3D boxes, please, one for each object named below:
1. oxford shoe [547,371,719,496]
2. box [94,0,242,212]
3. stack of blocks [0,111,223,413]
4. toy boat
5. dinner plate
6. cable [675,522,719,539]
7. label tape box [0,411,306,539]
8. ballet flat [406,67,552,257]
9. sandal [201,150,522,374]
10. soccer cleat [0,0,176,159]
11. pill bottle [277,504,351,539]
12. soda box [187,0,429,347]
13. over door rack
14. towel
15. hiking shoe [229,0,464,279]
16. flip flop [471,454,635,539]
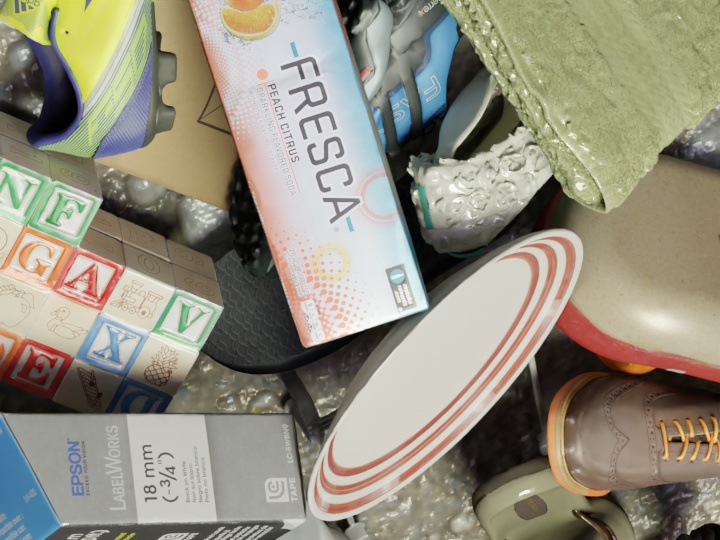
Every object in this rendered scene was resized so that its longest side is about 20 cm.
[{"bbox_3d":[0.176,0.093,1.402,0.200,0.073,0.072,-2,88,-55],"label":"oxford shoe"},{"bbox_3d":[-0.044,-0.123,1.250,0.163,0.021,0.200,20,112,-31],"label":"box"},{"bbox_3d":[-0.172,-0.008,1.224,0.199,0.059,0.115,24,111,-21],"label":"stack of blocks"},{"bbox_3d":[0.179,0.017,1.387,0.199,0.131,0.131,14,143,-29],"label":"toy boat"},{"bbox_3d":[0.040,0.050,1.252,0.200,0.024,0.200,-41,158,-20],"label":"dinner plate"},{"bbox_3d":[0.166,0.212,1.465,0.163,0.051,0.200,-27,167,-34],"label":"cable"},{"bbox_3d":[-0.149,0.120,1.231,0.199,0.064,0.144,2,159,-27],"label":"label tape box"},{"bbox_3d":[0.091,-0.089,1.256,0.200,0.072,0.072,-49,135,-33],"label":"ballet flat"},{"bbox_3d":[0.001,0.000,1.295,0.200,0.076,0.043,-26,156,-3],"label":"sandal"},{"bbox_3d":[-0.135,-0.148,1.160,0.083,0.065,0.201,-9,116,-17],"label":"soccer cleat"},{"bbox_3d":[-0.029,0.216,1.398,0.109,0.110,0.200,-31,138,-1],"label":"pill bottle"},{"bbox_3d":[-0.028,-0.070,1.161,0.068,0.064,0.201,-17,105,1],"label":"soda box"},{"bbox_3d":[0.037,0.084,1.397,0.147,0.067,0.200,-26,141,-5],"label":"over door rack"},{"bbox_3d":[0.109,-0.145,1.220,0.148,0.036,0.200,-42,103,-28],"label":"towel"},{"bbox_3d":[0.002,-0.076,1.239,0.086,0.074,0.200,16,114,-29],"label":"hiking shoe"},{"bbox_3d":[0.122,0.164,1.441,0.081,0.058,0.200,-31,153,4],"label":"flip flop"}]
